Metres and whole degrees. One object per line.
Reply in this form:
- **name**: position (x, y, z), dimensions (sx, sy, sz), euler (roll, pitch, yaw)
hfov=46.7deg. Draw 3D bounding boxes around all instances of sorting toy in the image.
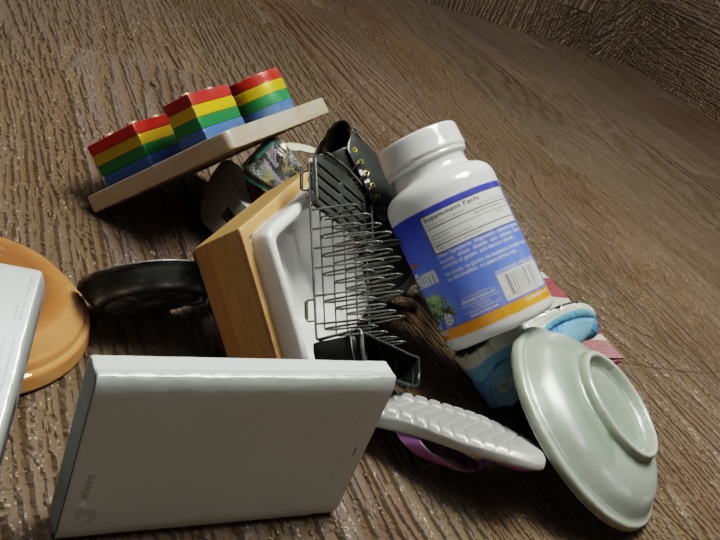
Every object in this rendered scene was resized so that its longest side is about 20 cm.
- **sorting toy**: position (-0.169, -0.149, 0.893), dimensions (0.199, 0.200, 0.070), euler (-38, 107, -58)

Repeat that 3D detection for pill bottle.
- **pill bottle**: position (0.093, -0.035, 0.796), dimensions (0.112, 0.112, 0.200), euler (-19, 83, -53)

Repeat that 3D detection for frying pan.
- **frying pan**: position (-0.176, 0.023, 0.743), dimensions (0.115, 0.031, 0.190), euler (-11, -14, 4)

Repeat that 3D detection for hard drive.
- **hard drive**: position (-0.086, 0.114, 0.544), dimensions (0.200, 0.132, 0.026), euler (5, 32, -32)

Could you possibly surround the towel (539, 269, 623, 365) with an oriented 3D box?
- **towel**: position (0.208, 0.052, 1.015), dimensions (0.144, 0.023, 0.200), euler (7, 29, -24)

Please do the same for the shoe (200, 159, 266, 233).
- **shoe**: position (-0.111, -0.052, 0.915), dimensions (0.091, 0.072, 0.200), euler (26, 15, -31)

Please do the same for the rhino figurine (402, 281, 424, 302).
- **rhino figurine**: position (0.030, -0.025, 0.976), dimensions (0.087, 0.060, 0.200), euler (10, 25, -8)

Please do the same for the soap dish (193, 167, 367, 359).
- **soap dish**: position (-0.065, 0.007, 0.744), dimensions (0.081, 0.158, 0.200), euler (-8, 19, 18)

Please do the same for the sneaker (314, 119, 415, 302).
- **sneaker**: position (-0.001, -0.062, 0.862), dimensions (0.106, 0.075, 0.200), euler (47, 22, -40)

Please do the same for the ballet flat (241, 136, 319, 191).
- **ballet flat**: position (-0.051, -0.097, 0.926), dimensions (0.072, 0.072, 0.200), euler (39, 6, 30)

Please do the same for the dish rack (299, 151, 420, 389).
- **dish rack**: position (0.000, 0.000, 0.726), dimensions (0.054, 0.201, 0.153), euler (-9, -16, 18)

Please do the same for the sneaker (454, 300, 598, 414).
- **sneaker**: position (0.182, 0.093, 0.865), dimensions (0.200, 0.078, 0.090), euler (-18, 83, -39)

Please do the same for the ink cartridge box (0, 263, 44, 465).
- **ink cartridge box**: position (-0.318, 0.052, 0.527), dimensions (0.200, 0.057, 0.163), euler (10, 48, -15)

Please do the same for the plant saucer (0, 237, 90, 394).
- **plant saucer**: position (-0.310, 0.023, 0.648), dimensions (0.200, 0.038, 0.200), euler (18, 27, -10)

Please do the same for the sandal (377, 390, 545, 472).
- **sandal**: position (0.054, 0.140, 0.705), dimensions (0.202, 0.050, 0.082), euler (15, 9, 15)

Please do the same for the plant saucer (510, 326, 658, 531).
- **plant saucer**: position (0.216, 0.129, 0.750), dimensions (0.200, 0.050, 0.200), euler (38, 31, -27)
